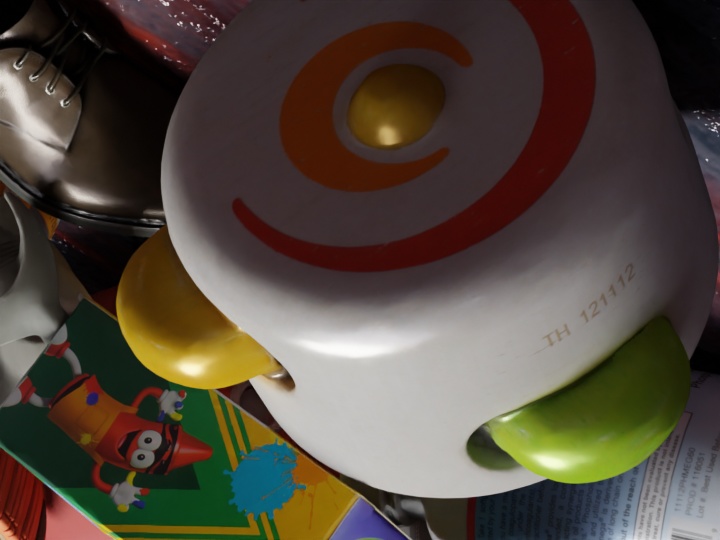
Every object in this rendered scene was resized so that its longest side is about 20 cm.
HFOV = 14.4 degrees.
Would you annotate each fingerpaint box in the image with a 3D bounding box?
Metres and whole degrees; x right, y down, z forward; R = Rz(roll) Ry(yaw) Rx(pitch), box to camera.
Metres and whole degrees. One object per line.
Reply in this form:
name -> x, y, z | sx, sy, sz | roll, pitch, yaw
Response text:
fingerpaint box -> -0.032, 0.115, 1.141 | 0.167, 0.073, 0.200 | 33, 173, 37

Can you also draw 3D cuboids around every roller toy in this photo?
roller toy -> 0.026, -0.025, 1.014 | 0.200, 0.182, 0.140 | 4, 149, 22

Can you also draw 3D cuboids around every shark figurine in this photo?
shark figurine -> -0.145, 0.033, 1.192 | 0.128, 0.089, 0.214 | 51, 177, -13

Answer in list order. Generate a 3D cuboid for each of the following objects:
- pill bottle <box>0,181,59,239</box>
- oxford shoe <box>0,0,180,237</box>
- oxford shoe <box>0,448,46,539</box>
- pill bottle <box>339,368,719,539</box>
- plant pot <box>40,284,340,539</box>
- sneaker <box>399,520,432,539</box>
pill bottle -> -0.230, 0.021, 1.338 | 0.116, 0.200, 0.116 | 21, 156, 10
oxford shoe -> -0.130, -0.076, 1.207 | 0.200, 0.073, 0.084 | 25, 149, -1
oxford shoe -> -0.206, 0.060, 1.255 | 0.073, 0.071, 0.200 | -20, 124, 19
pill bottle -> 0.098, 0.088, 1.243 | 0.200, 0.109, 0.109 | 12, 152, 19
plant pot -> -0.093, 0.090, 1.376 | 0.200, 0.200, 0.177 | 34, 144, -17
sneaker -> 0.084, 0.183, 1.345 | 0.115, 0.075, 0.200 | -19, 121, 43
